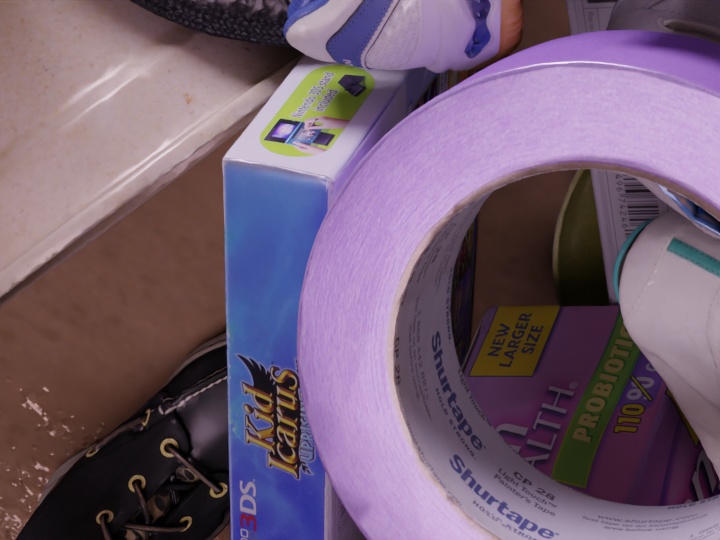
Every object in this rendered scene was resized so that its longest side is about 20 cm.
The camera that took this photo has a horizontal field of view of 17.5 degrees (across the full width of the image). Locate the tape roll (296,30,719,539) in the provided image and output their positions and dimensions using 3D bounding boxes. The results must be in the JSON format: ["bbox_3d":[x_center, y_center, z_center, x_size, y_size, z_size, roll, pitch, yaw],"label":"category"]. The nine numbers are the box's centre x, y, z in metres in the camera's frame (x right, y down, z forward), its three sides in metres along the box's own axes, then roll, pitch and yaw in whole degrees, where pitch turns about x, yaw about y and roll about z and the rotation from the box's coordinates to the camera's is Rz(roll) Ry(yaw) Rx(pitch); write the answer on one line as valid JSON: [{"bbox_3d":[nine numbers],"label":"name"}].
[{"bbox_3d":[0.083,0.025,0.764,0.200,0.066,0.200,5,106,18],"label":"tape roll"}]

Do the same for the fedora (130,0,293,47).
[{"bbox_3d":[-0.030,-0.178,0.845,0.200,0.092,0.201,0,109,-1],"label":"fedora"}]

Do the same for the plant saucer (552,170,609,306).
[{"bbox_3d":[0.177,0.002,0.935,0.200,0.031,0.200,11,125,16],"label":"plant saucer"}]

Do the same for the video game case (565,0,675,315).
[{"bbox_3d":[0.169,-0.074,0.856,0.182,0.024,0.200,-1,117,21],"label":"video game case"}]

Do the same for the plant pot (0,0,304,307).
[{"bbox_3d":[-0.144,-0.097,0.911,0.200,0.200,0.184,-34,95,35],"label":"plant pot"}]

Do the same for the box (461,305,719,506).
[{"bbox_3d":[0.100,0.143,0.934,0.097,0.176,0.200,-1,137,33],"label":"box"}]

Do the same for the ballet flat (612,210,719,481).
[{"bbox_3d":[0.161,0.052,0.875,0.069,0.070,0.200,-13,137,28],"label":"ballet flat"}]

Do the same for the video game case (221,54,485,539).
[{"bbox_3d":[0.000,0.000,0.909,0.045,0.181,0.200,13,126,16],"label":"video game case"}]

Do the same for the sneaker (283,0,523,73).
[{"bbox_3d":[0.004,-0.160,0.763,0.088,0.075,0.200,-4,107,1],"label":"sneaker"}]

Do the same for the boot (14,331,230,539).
[{"bbox_3d":[-0.099,0.118,1.044,0.073,0.154,0.203,46,127,-12],"label":"boot"}]

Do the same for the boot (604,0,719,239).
[{"bbox_3d":[0.164,-0.024,0.813,0.200,0.096,0.074,31,124,2],"label":"boot"}]
